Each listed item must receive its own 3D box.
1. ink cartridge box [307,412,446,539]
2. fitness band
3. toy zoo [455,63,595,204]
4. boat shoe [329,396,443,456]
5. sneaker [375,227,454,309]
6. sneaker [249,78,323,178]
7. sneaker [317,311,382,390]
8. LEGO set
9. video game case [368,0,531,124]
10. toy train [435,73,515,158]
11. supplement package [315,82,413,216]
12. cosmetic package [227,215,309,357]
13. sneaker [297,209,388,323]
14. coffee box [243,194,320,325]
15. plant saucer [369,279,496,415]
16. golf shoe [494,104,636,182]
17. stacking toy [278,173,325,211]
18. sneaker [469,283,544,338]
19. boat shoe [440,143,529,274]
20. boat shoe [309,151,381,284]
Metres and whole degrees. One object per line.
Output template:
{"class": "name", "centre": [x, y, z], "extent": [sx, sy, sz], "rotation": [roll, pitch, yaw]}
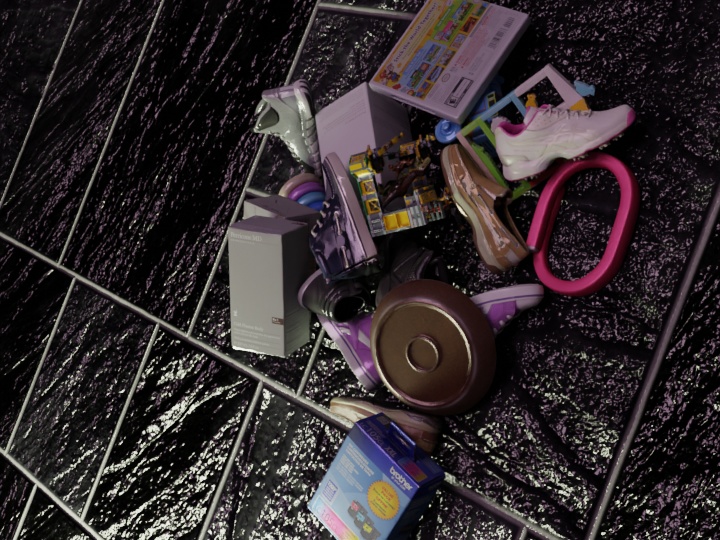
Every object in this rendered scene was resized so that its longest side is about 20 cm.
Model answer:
{"class": "ink cartridge box", "centre": [0.028, 0.299, 1.422], "extent": [0.136, 0.076, 0.201], "rotation": [40, 116, 26]}
{"class": "fitness band", "centre": [0.306, -0.064, 1.386], "extent": [0.143, 0.037, 0.202], "rotation": [15, 86, 43]}
{"class": "toy zoo", "centre": [0.251, -0.200, 1.436], "extent": [0.199, 0.020, 0.132], "rotation": [-34, 99, 27]}
{"class": "boat shoe", "centre": [0.031, 0.234, 1.496], "extent": [0.199, 0.075, 0.075], "rotation": [9, 86, 43]}
{"class": "sneaker", "centre": [0.090, -0.015, 1.514], "extent": [0.113, 0.076, 0.201], "rotation": [-20, 36, 27]}
{"class": "sneaker", "centre": [-0.127, -0.234, 1.715], "extent": [0.114, 0.201, 0.076], "rotation": [-8, 44, 3]}
{"class": "sneaker", "centre": [0.011, 0.084, 1.571], "extent": [0.114, 0.073, 0.201], "rotation": [-42, 51, 5]}
{"class": "LEGO set", "centre": [0.086, -0.130, 1.478], "extent": [0.115, 0.199, 0.156], "rotation": [-11, 88, 37]}
{"class": "video game case", "centre": [0.135, -0.332, 1.540], "extent": [0.181, 0.023, 0.201], "rotation": [28, 78, 34]}
{"class": "toy train", "centre": [0.173, -0.258, 1.547], "extent": [0.113, 0.087, 0.202], "rotation": [-19, 60, 25]}
{"class": "supplement package", "centre": [0.014, -0.176, 1.630], "extent": [0.117, 0.116, 0.202], "rotation": [-26, 58, 32]}
{"class": "cosmetic package", "centre": [-0.142, 0.022, 1.576], "extent": [0.106, 0.090, 0.202], "rotation": [7, 111, 27]}
{"class": "sneaker", "centre": [0.000, 0.000, 1.545], "extent": [0.200, 0.071, 0.099], "rotation": [-49, 48, -6]}
{"class": "coffee box", "centre": [-0.136, -0.011, 1.677], "extent": [0.112, 0.079, 0.202], "rotation": [24, 117, 43]}
{"class": "plant saucer", "centre": [0.094, 0.114, 1.420], "extent": [0.198, 0.034, 0.203], "rotation": [9, 109, 28]}
{"class": "golf shoe", "centre": [0.274, -0.193, 1.380], "extent": [0.198, 0.075, 0.092], "rotation": [-22, 102, 23]}
{"class": "stacking toy", "centre": [-0.062, -0.071, 1.690], "extent": [0.085, 0.085, 0.201], "rotation": [-47, 54, 18]}
{"class": "sneaker", "centre": [0.180, 0.090, 1.432], "extent": [0.199, 0.072, 0.116], "rotation": [-21, 80, 30]}
{"class": "boat shoe", "centre": [0.184, -0.099, 1.434], "extent": [0.076, 0.071, 0.202], "rotation": [-32, 79, 35]}
{"class": "boat shoe", "centre": [-0.043, -0.077, 1.504], "extent": [0.092, 0.075, 0.202], "rotation": [-21, 69, 0]}
